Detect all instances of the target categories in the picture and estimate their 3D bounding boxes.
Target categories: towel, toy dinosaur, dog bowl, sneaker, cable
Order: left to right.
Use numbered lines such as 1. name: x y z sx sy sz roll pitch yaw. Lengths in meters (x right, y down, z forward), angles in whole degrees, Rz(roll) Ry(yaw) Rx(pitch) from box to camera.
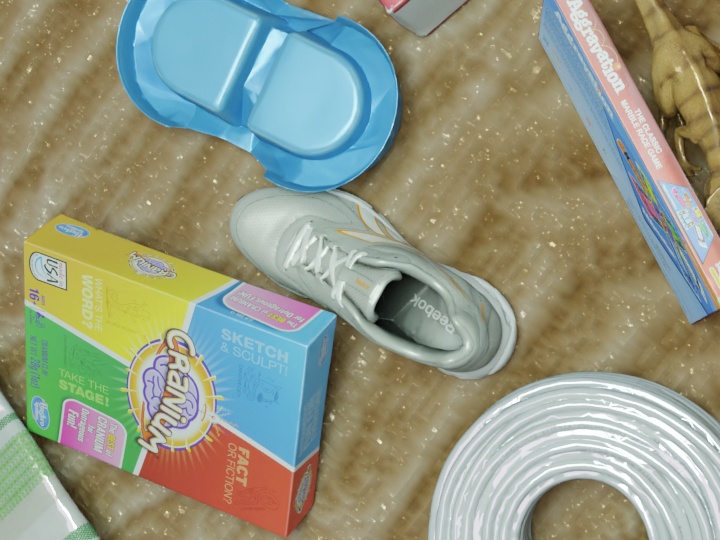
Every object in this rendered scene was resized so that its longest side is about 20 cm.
1. towel: -0.269 0.145 0.932 0.149 0.031 0.200 -42 75 26
2. dog bowl: -0.061 -0.124 0.868 0.200 0.050 0.112 28 98 17
3. sneaker: 0.000 0.000 0.823 0.200 0.092 0.076 26 96 17
4. cable: 0.137 0.159 0.788 0.200 0.069 0.200 23 96 17
5. toy dinosaur: 0.179 -0.120 0.758 0.060 0.106 0.200 -27 81 17

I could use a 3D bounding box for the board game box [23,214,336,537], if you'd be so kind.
1. board game box: -0.119 0.066 0.855 0.200 0.040 0.153 19 124 18

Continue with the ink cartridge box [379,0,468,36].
1. ink cartridge box: 0.024 -0.269 0.823 0.147 0.083 0.200 -40 78 14

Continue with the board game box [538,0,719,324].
1. board game box: 0.156 -0.066 0.767 0.019 0.103 0.200 -27 81 2
